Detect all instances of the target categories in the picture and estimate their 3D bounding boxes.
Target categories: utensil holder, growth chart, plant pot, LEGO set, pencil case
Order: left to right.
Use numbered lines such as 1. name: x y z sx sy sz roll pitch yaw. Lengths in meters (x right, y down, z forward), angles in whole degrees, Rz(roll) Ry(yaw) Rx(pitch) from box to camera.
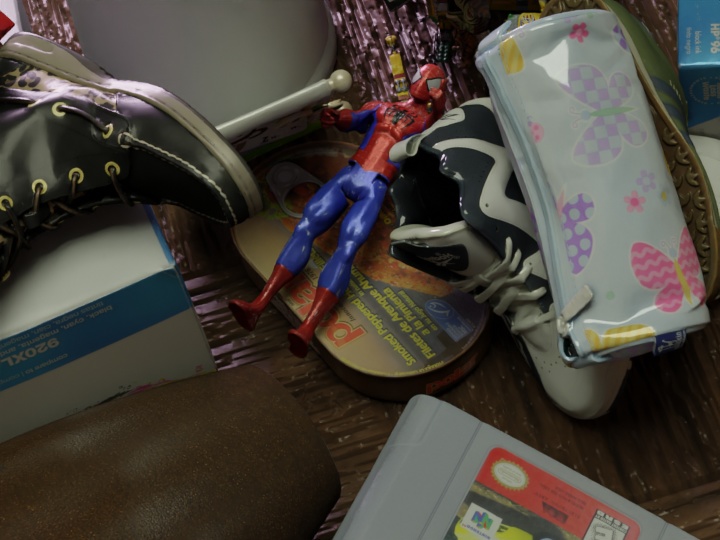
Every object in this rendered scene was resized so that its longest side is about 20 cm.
1. plant pot: -0.116 0.144 1.351 0.200 0.187 0.187 -34 56 -21
2. utensil holder: -0.113 -0.200 1.581 0.170 0.200 0.170 -5 53 6
3. growth chart: -0.068 -0.083 1.513 0.145 0.200 0.018 -26 88 -3
4. LEGO set: 0.090 -0.155 1.564 0.154 0.116 0.200 8 56 15
5. pencil case: 0.127 -0.045 1.370 0.091 0.083 0.200 -13 84 -16

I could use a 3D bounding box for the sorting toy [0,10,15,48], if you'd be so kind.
1. sorting toy: -0.278 -0.092 1.341 0.199 0.200 0.070 -44 98 4

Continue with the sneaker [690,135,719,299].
1. sneaker: 0.131 -0.026 1.493 0.200 0.074 0.116 0 51 8

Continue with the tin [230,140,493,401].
1. tin: 0.000 0.000 1.518 0.112 0.042 0.200 -31 56 -18

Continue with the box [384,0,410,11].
1. box: 0.054 -0.277 1.529 0.200 0.049 0.160 -35 94 -31

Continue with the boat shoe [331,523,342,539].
1. boat shoe: -0.015 0.193 1.365 0.066 0.072 0.201 21 55 29

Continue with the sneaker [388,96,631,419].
1. sneaker: 0.074 0.001 1.417 0.130 0.079 0.199 -15 90 -44

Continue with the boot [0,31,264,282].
1. boot: -0.163 -0.037 1.300 0.200 0.073 0.151 29 64 31

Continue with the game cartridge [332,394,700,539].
1. game cartridge: 0.088 0.165 1.340 0.200 0.041 0.133 28 59 3

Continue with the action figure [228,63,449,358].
1. action figure: -0.005 -0.055 1.465 0.065 0.099 0.200 27 69 16

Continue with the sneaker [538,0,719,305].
1. sneaker: 0.174 -0.072 1.446 0.067 0.090 0.200 -26 80 25

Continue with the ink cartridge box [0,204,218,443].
1. ink cartridge box: -0.173 0.028 1.426 0.145 0.200 0.147 -24 54 -5

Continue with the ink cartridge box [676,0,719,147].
1. ink cartridge box: 0.296 -0.117 1.503 0.200 0.116 0.068 -2 55 9

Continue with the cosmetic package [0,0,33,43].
1. cosmetic package: -0.236 -0.103 1.542 0.090 0.107 0.200 -16 23 -1
